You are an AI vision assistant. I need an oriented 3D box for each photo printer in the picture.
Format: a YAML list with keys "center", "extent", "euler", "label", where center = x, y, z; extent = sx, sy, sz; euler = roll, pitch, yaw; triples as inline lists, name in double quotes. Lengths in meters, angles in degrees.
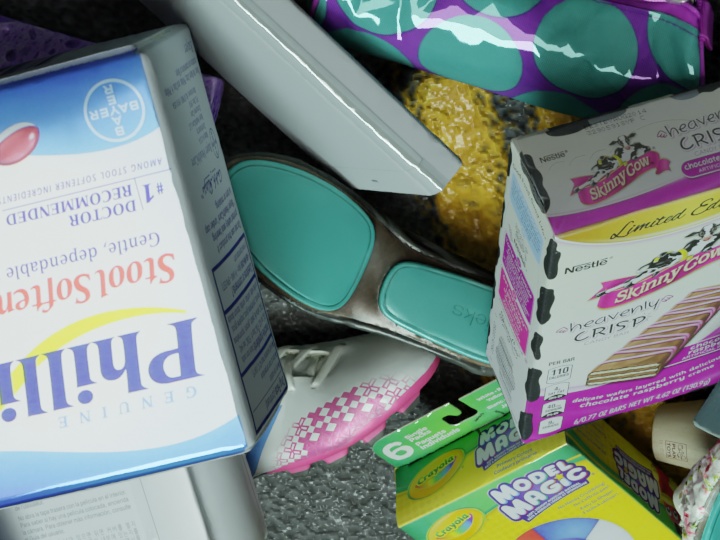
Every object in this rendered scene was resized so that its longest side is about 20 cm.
- center: [-0.151, 0.076, 1.462]
  extent: [0.166, 0.069, 0.201]
  euler: [-17, 93, 30]
  label: "photo printer"

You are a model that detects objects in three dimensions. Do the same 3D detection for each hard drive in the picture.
- center: [-0.050, -0.112, 1.328]
  extent: [0.200, 0.132, 0.026]
  euler: [42, 78, -19]
  label: "hard drive"

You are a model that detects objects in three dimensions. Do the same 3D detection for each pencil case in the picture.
- center: [0.073, -0.129, 1.309]
  extent: [0.199, 0.086, 0.093]
  euler: [16, 142, -2]
  label: "pencil case"

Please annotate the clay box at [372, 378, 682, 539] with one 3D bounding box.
- center: [0.106, 0.136, 1.483]
  extent: [0.115, 0.048, 0.200]
  euler: [-29, 132, 26]
  label: "clay box"

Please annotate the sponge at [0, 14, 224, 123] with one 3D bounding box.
- center: [-0.177, -0.072, 1.388]
  extent: [0.199, 0.030, 0.112]
  euler: [16, 92, 4]
  label: "sponge"

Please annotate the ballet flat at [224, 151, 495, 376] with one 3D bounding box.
- center: [0.000, 0.000, 1.419]
  extent: [0.199, 0.068, 0.068]
  euler: [30, 87, -17]
  label: "ballet flat"

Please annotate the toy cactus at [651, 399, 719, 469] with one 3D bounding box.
- center: [0.238, 0.101, 1.448]
  extent: [0.164, 0.103, 0.201]
  euler: [3, 134, 20]
  label: "toy cactus"

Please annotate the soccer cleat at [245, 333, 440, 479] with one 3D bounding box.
- center: [-0.053, 0.070, 1.482]
  extent: [0.199, 0.070, 0.087]
  euler: [-29, 110, 25]
  label: "soccer cleat"

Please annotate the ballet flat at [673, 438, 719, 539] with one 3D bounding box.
- center: [0.191, 0.145, 1.428]
  extent: [0.075, 0.064, 0.201]
  euler: [-23, 133, -20]
  label: "ballet flat"

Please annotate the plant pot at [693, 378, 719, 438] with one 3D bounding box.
- center: [0.310, 0.039, 1.262]
  extent: [0.195, 0.196, 0.201]
  euler: [26, 90, -17]
  label: "plant pot"

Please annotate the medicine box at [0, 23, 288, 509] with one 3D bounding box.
- center: [-0.152, 0.001, 1.322]
  extent: [0.181, 0.103, 0.201]
  euler: [-13, 100, 11]
  label: "medicine box"

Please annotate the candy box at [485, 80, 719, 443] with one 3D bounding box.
- center: [0.138, -0.003, 1.322]
  extent: [0.135, 0.061, 0.200]
  euler: [-16, 149, -10]
  label: "candy box"
